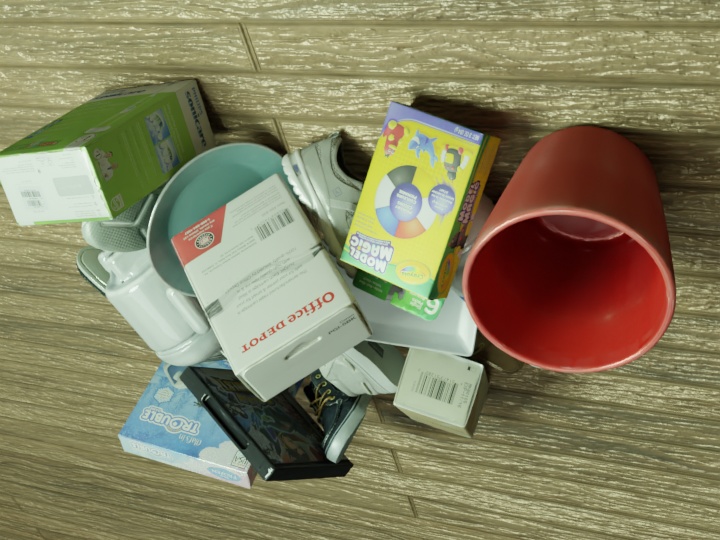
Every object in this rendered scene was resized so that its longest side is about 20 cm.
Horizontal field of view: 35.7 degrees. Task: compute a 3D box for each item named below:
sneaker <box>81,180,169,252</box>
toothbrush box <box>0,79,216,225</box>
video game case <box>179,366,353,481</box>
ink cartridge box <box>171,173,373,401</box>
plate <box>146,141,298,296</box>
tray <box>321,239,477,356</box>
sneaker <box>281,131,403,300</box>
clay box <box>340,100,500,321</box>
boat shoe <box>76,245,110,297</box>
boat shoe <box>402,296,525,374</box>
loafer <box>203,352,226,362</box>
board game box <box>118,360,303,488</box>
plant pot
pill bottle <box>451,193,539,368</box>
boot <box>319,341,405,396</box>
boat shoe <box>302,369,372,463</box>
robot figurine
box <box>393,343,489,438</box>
[{"bbox_3d":[-0.246,-0.081,1.292,0.080,0.200,0.071,17,127,38],"label":"sneaker"},{"bbox_3d":[-0.279,-0.132,1.233,0.144,0.200,0.087,-2,119,31],"label":"toothbrush box"},{"bbox_3d":[-0.117,0.195,1.430,0.181,0.026,0.200,45,-166,26],"label":"video game case"},{"bbox_3d":[-0.097,0.018,1.212,0.146,0.201,0.083,-31,147,0],"label":"ink cartridge box"},{"bbox_3d":[-0.161,-0.061,1.293,0.026,0.199,0.201,42,158,42],"label":"plate"},{"bbox_3d":[0.040,0.030,1.289,0.198,0.022,0.109,9,97,0],"label":"tray"},{"bbox_3d":[-0.004,-0.059,1.228,0.082,0.075,0.201,-33,94,11],"label":"sneaker"},{"bbox_3d":[0.055,-0.059,1.143,0.114,0.047,0.202,23,101,29],"label":"clay box"},{"bbox_3d":[-0.315,0.039,1.565,0.199,0.076,0.060,35,136,-10],"label":"boat shoe"},{"bbox_3d":[0.119,0.072,1.356,0.199,0.067,0.074,37,141,-13],"label":"boat shoe"},{"bbox_3d":[-0.123,0.101,1.490,0.198,0.071,0.068,5,-179,-6],"label":"loafer"},{"bbox_3d":[-0.206,0.189,1.572,0.198,0.200,0.044,13,141,16],"label":"board game box"},{"bbox_3d":[0.208,-0.032,1.079,0.198,0.178,0.202,10,133,11],"label":"plant pot"},{"bbox_3d":[0.162,0.005,1.217,0.200,0.113,0.112,42,140,-20],"label":"pill bottle"},{"bbox_3d":[-0.029,0.093,1.386,0.095,0.074,0.200,-16,129,31],"label":"boot"},{"bbox_3d":[-0.040,0.180,1.480,0.090,0.200,0.071,28,111,1],"label":"boat shoe"},{"bbox_3d":[-0.236,0.037,1.385,0.201,0.113,0.169,54,166,-24],"label":"robot figurine"},{"bbox_3d":[0.104,0.151,1.379,0.094,0.078,0.200,16,171,13],"label":"box"}]
